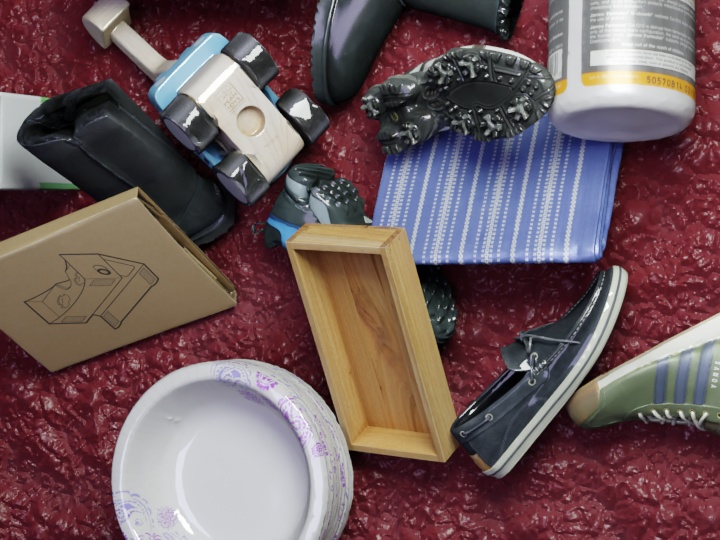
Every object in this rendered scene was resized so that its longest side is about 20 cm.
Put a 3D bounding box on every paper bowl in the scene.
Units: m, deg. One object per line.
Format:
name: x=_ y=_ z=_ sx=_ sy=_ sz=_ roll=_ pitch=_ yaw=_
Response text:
paper bowl: x=-0.102 y=0.175 z=1.583 sx=0.199 sy=0.104 sz=0.203 roll=0 pitch=91 yaw=22

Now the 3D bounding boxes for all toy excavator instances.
toy excavator: x=-0.146 y=-0.155 z=1.598 sx=0.100 sy=0.200 sz=0.195 roll=-47 pitch=111 yaw=-12

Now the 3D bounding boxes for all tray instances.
tray: x=0.013 y=0.058 z=1.514 sx=0.098 sy=0.037 sz=0.201 roll=4 pitch=121 yaw=35

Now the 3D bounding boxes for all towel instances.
towel: x=0.109 y=-0.064 z=1.504 sx=0.198 sy=0.024 sz=0.146 roll=-1 pitch=56 yaw=22

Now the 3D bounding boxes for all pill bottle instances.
pill bottle: x=0.202 y=-0.209 z=1.443 sx=0.115 sy=0.116 sz=0.202 roll=-1 pitch=78 yaw=21

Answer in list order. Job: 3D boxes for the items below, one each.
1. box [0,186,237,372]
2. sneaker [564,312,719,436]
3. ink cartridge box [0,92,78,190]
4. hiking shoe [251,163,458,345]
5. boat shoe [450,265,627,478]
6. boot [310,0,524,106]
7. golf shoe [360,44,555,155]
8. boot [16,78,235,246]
box: x=-0.231 y=0.012 z=1.609 sx=0.199 sy=0.164 sz=0.021 roll=-20 pitch=49 yaw=20
sneaker: x=0.262 y=0.096 z=1.458 sx=0.199 sy=0.067 sz=0.090 roll=-29 pitch=75 yaw=16
ink cartridge box: x=-0.367 y=-0.114 z=1.659 sx=0.198 sy=0.146 sz=0.085 roll=2 pitch=93 yaw=22
hiking shoe: x=0.000 y=0.000 z=1.567 sx=0.200 sy=0.074 sz=0.087 roll=46 pitch=120 yaw=20
boat shoe: x=0.144 y=0.074 z=1.496 sx=0.062 sy=0.075 sz=0.201 roll=36 pitch=103 yaw=-3
boot: x=0.051 y=-0.222 z=1.538 sx=0.161 sy=0.073 sz=0.200 roll=12 pitch=97 yaw=15
golf shoe: x=0.090 y=-0.147 z=1.476 sx=0.199 sy=0.094 sz=0.078 roll=-2 pitch=113 yaw=50
boot: x=-0.221 y=-0.065 z=1.571 sx=0.164 sy=0.200 sz=0.066 roll=-31 pitch=56 yaw=13
